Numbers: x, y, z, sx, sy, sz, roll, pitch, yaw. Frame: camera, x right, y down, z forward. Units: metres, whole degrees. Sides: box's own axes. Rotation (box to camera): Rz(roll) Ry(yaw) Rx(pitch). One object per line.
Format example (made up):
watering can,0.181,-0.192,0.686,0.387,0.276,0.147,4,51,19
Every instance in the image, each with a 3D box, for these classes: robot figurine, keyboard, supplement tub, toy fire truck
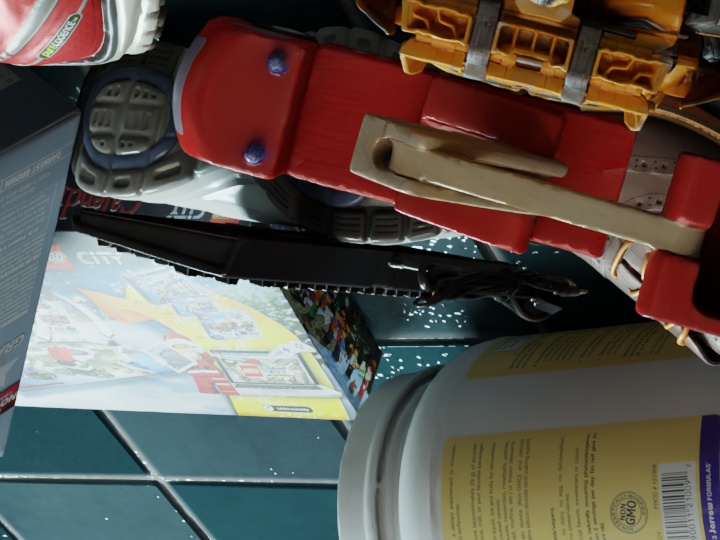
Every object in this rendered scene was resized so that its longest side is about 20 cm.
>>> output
robot figurine,0.059,-0.080,0.777,0.145,0.058,0.200,14,-173,5
keyboard,0.000,0.000,0.919,0.127,0.021,0.200,10,-177,31
supplement tub,0.106,0.093,1.028,0.200,0.145,0.145,-7,141,35
toy fire truck,0.035,-0.032,0.785,0.200,0.049,0.141,15,-173,3

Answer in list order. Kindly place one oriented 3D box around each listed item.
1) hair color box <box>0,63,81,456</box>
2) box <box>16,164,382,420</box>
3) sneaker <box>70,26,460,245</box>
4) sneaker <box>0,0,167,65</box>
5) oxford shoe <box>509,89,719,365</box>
hair color box,-0.180,-0.007,1.010,0.099,0.061,0.200,38,137,20
box,-0.107,0.009,1.101,0.200,0.038,0.137,1,144,24
sneaker,-0.013,-0.047,0.936,0.200,0.075,0.087,12,178,41
sneaker,-0.101,-0.124,0.717,0.085,0.077,0.200,-11,141,-9
oxford shoe,0.116,-0.012,0.928,0.200,0.073,0.071,14,149,5
